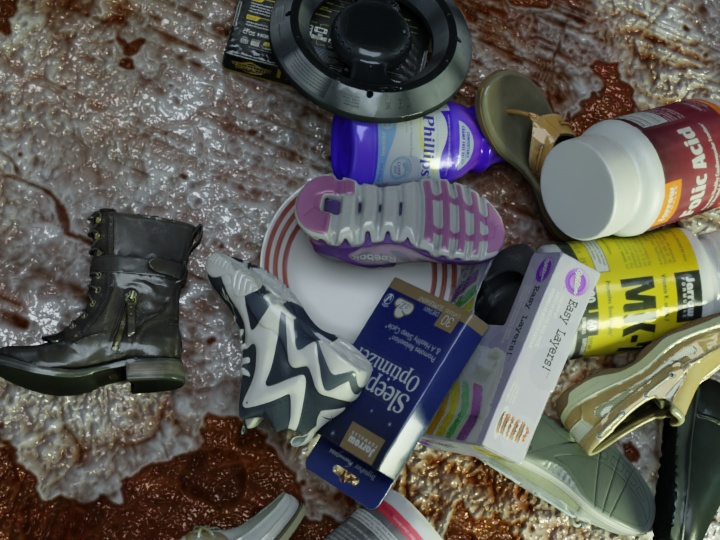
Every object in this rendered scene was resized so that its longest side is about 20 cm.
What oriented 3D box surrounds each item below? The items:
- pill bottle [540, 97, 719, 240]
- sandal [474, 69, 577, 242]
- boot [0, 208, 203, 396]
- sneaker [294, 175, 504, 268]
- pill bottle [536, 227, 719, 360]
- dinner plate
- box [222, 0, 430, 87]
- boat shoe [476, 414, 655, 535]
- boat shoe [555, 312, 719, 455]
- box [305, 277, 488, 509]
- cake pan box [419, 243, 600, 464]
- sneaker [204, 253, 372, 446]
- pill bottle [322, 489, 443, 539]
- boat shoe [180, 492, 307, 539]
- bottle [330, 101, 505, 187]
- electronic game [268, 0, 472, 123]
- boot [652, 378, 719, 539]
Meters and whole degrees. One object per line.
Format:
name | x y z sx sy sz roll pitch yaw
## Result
pill bottle | 0.275 -0.097 1.668 0.199 0.114 0.115 -17 79 -38
sandal | 0.184 -0.114 1.689 0.080 0.054 0.200 -43 112 -27
boot | -0.248 0.026 1.637 0.199 0.069 0.175 2 71 -12
sneaker | 0.037 -0.036 1.646 0.199 0.089 0.081 7 60 2
pill bottle | 0.274 0.019 1.678 0.199 0.114 0.115 -8 78 -9
dinner plate | 0.000 0.000 1.691 0.199 0.024 0.201 2 76 -7
box | -0.024 -0.256 1.735 0.199 0.049 0.161 14 73 -4
boat shoe | 0.191 0.193 1.659 0.201 0.065 0.075 29 56 -6
boat shoe | 0.287 0.114 1.629 0.199 0.072 0.076 -30 55 0
box | 0.024 0.112 1.604 0.032 0.121 0.201 35 83 -40
cake pan box | 0.126 0.075 1.599 0.052 0.184 0.201 28 80 -23
sneaker | -0.096 0.084 1.621 0.199 0.079 0.130 38 102 14
pill bottle | -0.016 0.301 1.573 0.200 0.111 0.111 -39 85 -15
boat shoe | -0.138 0.267 1.583 0.200 0.075 0.068 -42 91 -14
bottle | 0.070 -0.126 1.691 0.199 0.065 0.084 -4 105 -25
electronic game | 0.010 -0.224 1.667 0.199 0.042 0.201 5 56 -8
boot | 0.374 0.200 1.665 0.167 0.076 0.201 11 66 -2
